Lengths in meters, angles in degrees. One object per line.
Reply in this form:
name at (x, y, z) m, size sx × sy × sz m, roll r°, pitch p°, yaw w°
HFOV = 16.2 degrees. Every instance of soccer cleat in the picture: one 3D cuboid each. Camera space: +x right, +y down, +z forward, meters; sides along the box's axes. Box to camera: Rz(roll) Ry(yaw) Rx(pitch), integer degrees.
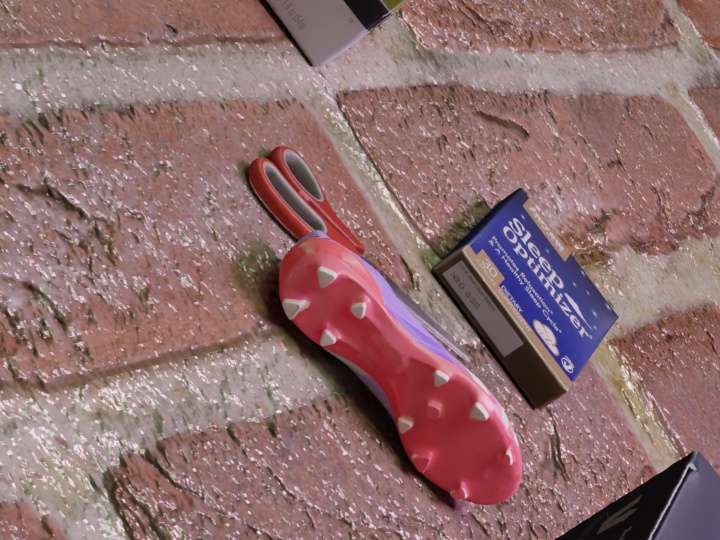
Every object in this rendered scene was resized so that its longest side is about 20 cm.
soccer cleat at (0.028, 0.056, 1.514) m, size 0.200 × 0.067 × 0.077 m, roll 45°, pitch 21°, yaw -13°

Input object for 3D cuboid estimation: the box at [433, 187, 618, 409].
box at (0.123, 0.012, 1.785) m, size 0.121 × 0.032 × 0.200 m, roll 53°, pitch 23°, yaw -3°

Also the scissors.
scissors at (0.000, 0.000, 1.599) m, size 0.200 × 0.014 × 0.073 m, roll 50°, pitch 22°, yaw -12°

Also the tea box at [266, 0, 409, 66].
tea box at (-0.002, -0.286, 1.742) m, size 0.200 × 0.196 × 0.134 m, roll 51°, pitch 24°, yaw -6°

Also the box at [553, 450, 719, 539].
box at (0.109, 0.216, 1.281) m, size 0.118 × 0.200 × 0.197 m, roll 53°, pitch 24°, yaw -2°
